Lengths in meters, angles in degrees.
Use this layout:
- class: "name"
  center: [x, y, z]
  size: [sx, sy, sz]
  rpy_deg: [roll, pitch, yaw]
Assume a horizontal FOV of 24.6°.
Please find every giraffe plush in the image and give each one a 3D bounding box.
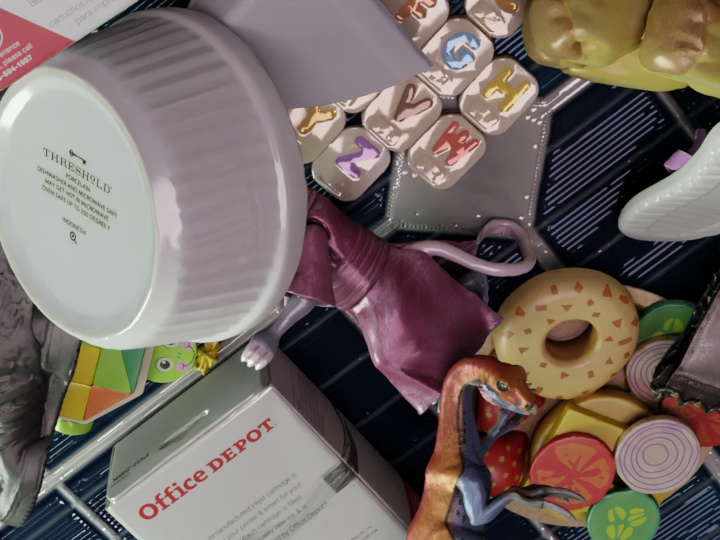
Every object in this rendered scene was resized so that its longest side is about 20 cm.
- class: "giraffe plush"
  center: [0.204, -0.187, 0.966]
  size: [0.199, 0.173, 0.163]
  rpy_deg: [11, 93, 2]

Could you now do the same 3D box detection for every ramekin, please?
- class: "ramekin"
  center: [-0.132, -0.046, 0.952]
  size: [0.094, 0.202, 0.203]
  rpy_deg: [-19, 125, -43]

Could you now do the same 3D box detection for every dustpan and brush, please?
- class: "dustpan and brush"
  center: [-0.074, -0.135, 0.993]
  size: [0.199, 0.057, 0.140]
  rpy_deg: [-23, 147, 19]

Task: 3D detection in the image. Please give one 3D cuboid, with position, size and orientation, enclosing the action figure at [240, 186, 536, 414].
- class: "action figure"
  center: [0.000, 0.000, 1.038]
  size: [0.200, 0.134, 0.149]
  rpy_deg: [35, 107, -21]

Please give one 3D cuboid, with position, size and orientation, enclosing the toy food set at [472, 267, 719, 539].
- class: "toy food set"
  center: [0.163, 0.097, 1.141]
  size: [0.197, 0.049, 0.201]
  rpy_deg: [21, 112, -13]

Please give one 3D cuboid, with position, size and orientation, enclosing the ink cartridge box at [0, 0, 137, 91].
- class: "ink cartridge box"
  center: [-0.211, -0.226, 0.912]
  size: [0.145, 0.145, 0.200]
  rpy_deg: [-31, 112, 11]

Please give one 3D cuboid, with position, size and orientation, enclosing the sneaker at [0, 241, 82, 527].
- class: "sneaker"
  center: [-0.237, 0.063, 1.051]
  size: [0.104, 0.060, 0.201]
  rpy_deg: [15, 108, -13]

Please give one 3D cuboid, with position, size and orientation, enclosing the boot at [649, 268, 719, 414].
- class: "boot"
  center: [0.274, 0.100, 1.099]
  size: [0.173, 0.069, 0.201]
  rpy_deg: [19, 101, -5]

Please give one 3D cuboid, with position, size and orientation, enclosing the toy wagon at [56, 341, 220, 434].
- class: "toy wagon"
  center: [-0.190, 0.037, 1.094]
  size: [0.199, 0.040, 0.156]
  rpy_deg: [13, 114, -9]

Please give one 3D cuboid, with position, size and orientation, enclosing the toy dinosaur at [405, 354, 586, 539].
- class: "toy dinosaur"
  center: [0.066, 0.148, 1.028]
  size: [0.199, 0.105, 0.182]
  rpy_deg: [-30, 116, -24]

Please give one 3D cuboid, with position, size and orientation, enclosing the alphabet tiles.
- class: "alphabet tiles"
  center: [0.013, -0.143, 1.037]
  size: [0.200, 0.015, 0.196]
  rpy_deg: [39, 107, -19]

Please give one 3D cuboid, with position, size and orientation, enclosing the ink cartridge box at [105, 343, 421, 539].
- class: "ink cartridge box"
  center: [-0.057, 0.164, 1.138]
  size: [0.147, 0.083, 0.200]
  rpy_deg: [-36, 113, 12]

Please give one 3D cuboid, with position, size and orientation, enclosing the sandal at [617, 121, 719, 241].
- class: "sandal"
  center: [0.224, -0.065, 1.021]
  size: [0.082, 0.203, 0.050]
  rpy_deg: [8, 71, -14]
